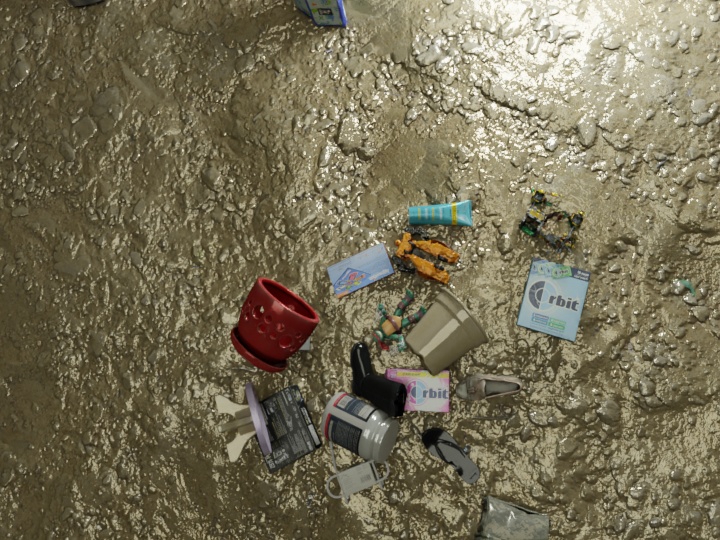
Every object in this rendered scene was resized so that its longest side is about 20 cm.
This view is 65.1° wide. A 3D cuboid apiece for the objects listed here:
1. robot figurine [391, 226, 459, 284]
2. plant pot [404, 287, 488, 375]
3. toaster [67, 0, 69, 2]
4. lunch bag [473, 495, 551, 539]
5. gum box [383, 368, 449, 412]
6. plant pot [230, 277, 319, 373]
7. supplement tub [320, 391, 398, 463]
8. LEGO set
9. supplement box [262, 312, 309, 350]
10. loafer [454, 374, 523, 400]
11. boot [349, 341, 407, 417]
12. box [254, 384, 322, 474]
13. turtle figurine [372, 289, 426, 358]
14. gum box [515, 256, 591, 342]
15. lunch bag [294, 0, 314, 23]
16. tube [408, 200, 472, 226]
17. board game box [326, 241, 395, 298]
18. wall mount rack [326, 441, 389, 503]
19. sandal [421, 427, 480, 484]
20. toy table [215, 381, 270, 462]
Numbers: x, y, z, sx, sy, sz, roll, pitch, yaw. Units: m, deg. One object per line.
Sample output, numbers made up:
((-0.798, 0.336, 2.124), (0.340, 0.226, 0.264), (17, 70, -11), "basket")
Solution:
((0.191, -0.043, 1.706), (0.196, 0.058, 0.148), (26, 87, 12), "robot figurine")
((0.228, 0.186, 1.587), (0.183, 0.201, 0.201), (-41, 78, -4), "plant pot")
((-0.992, -1.035, 2.013), (0.193, 0.129, 0.118), (-7, 82, 8), "toaster")
((0.410, 0.721, 1.522), (0.194, 0.140, 0.172), (16, 68, 8), "lunch bag")
((0.164, 0.349, 1.651), (0.193, 0.066, 0.118), (0, 83, 10), "gum box")
((-0.233, 0.147, 1.481), (0.199, 0.200, 0.185), (38, 98, 12), "plant pot")
((-0.004, 0.447, 1.609), (0.196, 0.140, 0.144), (19, 85, 27), "supplement tub")
((0.553, -0.149, 1.628), (0.199, 0.116, 0.155), (41, 90, 12), "LEGO set")
((-0.218, 0.183, 1.673), (0.098, 0.200, 0.107), (1, 83, 10), "supplement box")
((0.368, 0.335, 1.620), (0.193, 0.063, 0.074), (-7, 81, 8), "loafer")
((0.051, 0.308, 1.608), (0.064, 0.198, 0.170), (-12, 106, -32), "boot")
((-0.230, 0.473, 1.692), (0.161, 0.086, 0.204), (-28, 78, 5), "box")
((0.097, 0.158, 1.674), (0.199, 0.101, 0.151), (-39, 91, -13), "turtle figurine")
((0.557, 0.083, 1.633), (0.165, 0.045, 0.206), (15, 86, 12), "gum box")
((-0.133, -0.890, 1.823), (0.198, 0.170, 0.129), (35, 88, 11), "lunch bag")
((0.243, -0.171, 1.725), (0.193, 0.050, 0.080), (-3, 89, 4), "tube")
((0.000, 0.000, 1.753), (0.195, 0.019, 0.106), (-24, 77, 6), "board game box")
((-0.015, 0.572, 1.652), (0.195, 0.075, 0.178), (-22, 82, 5), "wall mount rack")
((0.263, 0.528, 1.621), (0.198, 0.043, 0.077), (37, 89, 12), "sandal")
((-0.334, 0.432, 1.593), (0.114, 0.185, 0.205), (-16, 66, -8), "toy table")
